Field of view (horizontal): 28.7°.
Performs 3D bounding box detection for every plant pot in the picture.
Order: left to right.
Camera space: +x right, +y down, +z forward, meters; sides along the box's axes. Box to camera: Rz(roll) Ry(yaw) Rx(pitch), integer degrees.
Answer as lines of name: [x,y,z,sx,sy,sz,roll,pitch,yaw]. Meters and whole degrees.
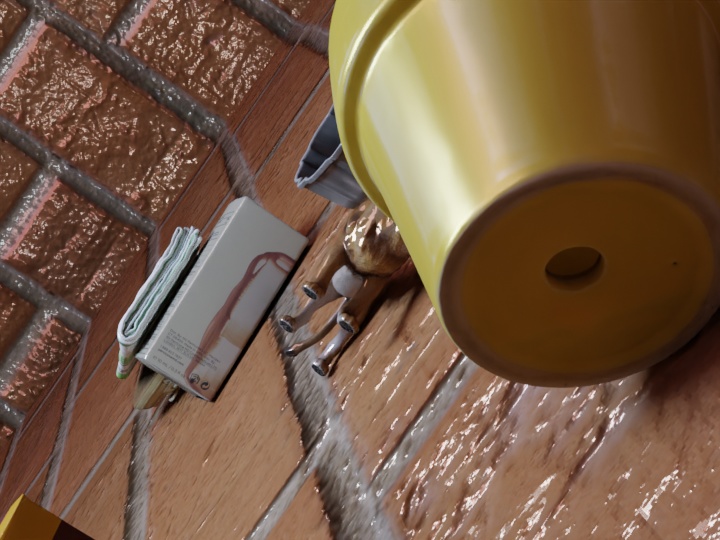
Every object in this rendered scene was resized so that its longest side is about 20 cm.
plant pot: [0.088,-0.058,0.656,0.201,0.200,0.190,-47,30,31]

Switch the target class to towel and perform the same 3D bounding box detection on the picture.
towel: [-0.231,0.039,1.562,0.150,0.031,0.200,-59,2,-20]

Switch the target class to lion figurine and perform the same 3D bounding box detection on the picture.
lion figurine: [0.000,0.000,1.073,0.123,0.072,0.200,-54,7,-25]

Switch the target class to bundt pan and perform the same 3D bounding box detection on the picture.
bundt pan: [0.025,-0.141,1.309,0.202,0.075,0.202,-51,14,18]

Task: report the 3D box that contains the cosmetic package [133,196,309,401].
cosmetic package: [-0.148,0.031,1.495,0.201,0.087,0.103,-59,11,-9]

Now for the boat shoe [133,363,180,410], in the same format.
boat shoe: [-0.201,0.096,1.615,0.200,0.062,0.074,-51,28,35]

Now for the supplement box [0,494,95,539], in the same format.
supplement box: [-0.142,0.247,0.684,0.197,0.199,0.133,-43,18,45]
